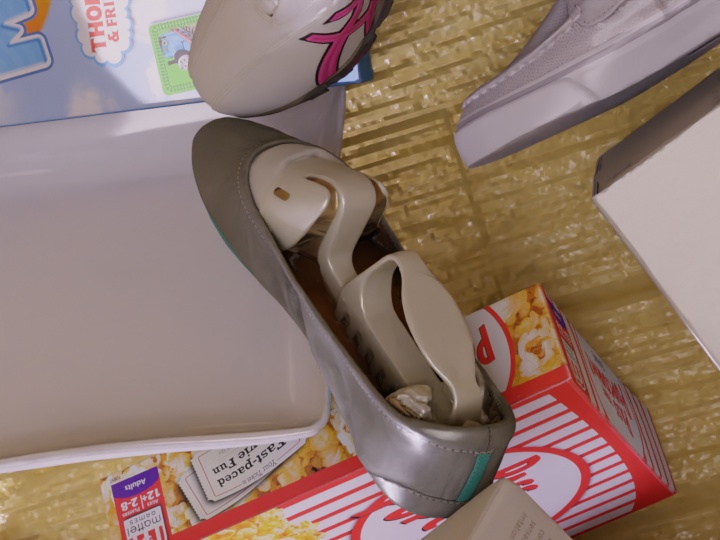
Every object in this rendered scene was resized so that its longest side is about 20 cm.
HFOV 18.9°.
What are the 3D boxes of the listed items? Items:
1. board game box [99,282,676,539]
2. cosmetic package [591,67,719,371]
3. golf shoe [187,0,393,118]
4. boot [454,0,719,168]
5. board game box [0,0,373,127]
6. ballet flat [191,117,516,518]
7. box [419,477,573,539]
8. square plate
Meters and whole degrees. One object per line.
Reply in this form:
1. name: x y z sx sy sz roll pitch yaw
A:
1. board game box: 0.016 0.090 0.901 0.199 0.151 0.047 -25 59 14
2. cosmetic package: 0.181 0.020 0.880 0.073 0.104 0.200 -35 96 14
3. golf shoe: -0.017 -0.132 0.822 0.073 0.092 0.200 52 126 15
4. boot: 0.110 -0.128 0.883 0.199 0.074 0.096 -30 86 10
5. board game box: -0.103 -0.143 0.920 0.199 0.037 0.152 -6 98 11
6. ballet flat: 0.000 0.000 0.815 0.201 0.067 0.064 59 142 29
7. box: 0.058 0.203 0.771 0.200 0.106 0.152 45 130 -6
8. square plate: -0.103 0.006 0.896 0.199 0.199 0.029 -7 136 11
